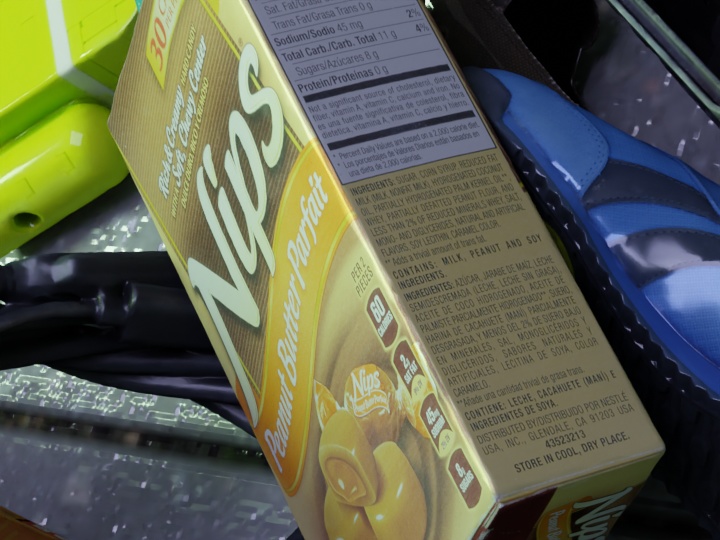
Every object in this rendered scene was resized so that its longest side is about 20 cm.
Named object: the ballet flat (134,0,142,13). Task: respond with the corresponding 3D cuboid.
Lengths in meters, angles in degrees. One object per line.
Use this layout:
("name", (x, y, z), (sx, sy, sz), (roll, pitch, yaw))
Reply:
("ballet flat", (-0.048, -0.115, 0.898), (0.067, 0.070, 0.200), (-24, 67, -11))

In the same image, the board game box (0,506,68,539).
("board game box", (-0.245, 0.119, 0.877), (0.200, 0.200, 0.200), (20, 81, 42))

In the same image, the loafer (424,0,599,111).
("loafer", (0.039, -0.081, 0.857), (0.071, 0.073, 0.200), (-30, 62, 18))

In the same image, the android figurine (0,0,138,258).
("android figurine", (-0.119, -0.096, 1.000), (0.200, 0.041, 0.182), (-31, 52, 22))

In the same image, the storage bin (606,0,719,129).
("storage bin", (0.134, -0.088, 0.711), (0.135, 0.094, 0.200), (-42, 30, 7))

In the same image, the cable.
("cable", (-0.077, 0.066, 0.797), (0.051, 0.200, 0.163), (-53, 48, 44))

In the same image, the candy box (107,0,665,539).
("candy box", (0.000, 0.000, 0.774), (0.200, 0.055, 0.115), (62, 152, 24))

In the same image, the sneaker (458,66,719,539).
("sneaker", (0.097, 0.010, 0.749), (0.078, 0.066, 0.200), (-28, 57, -26))
